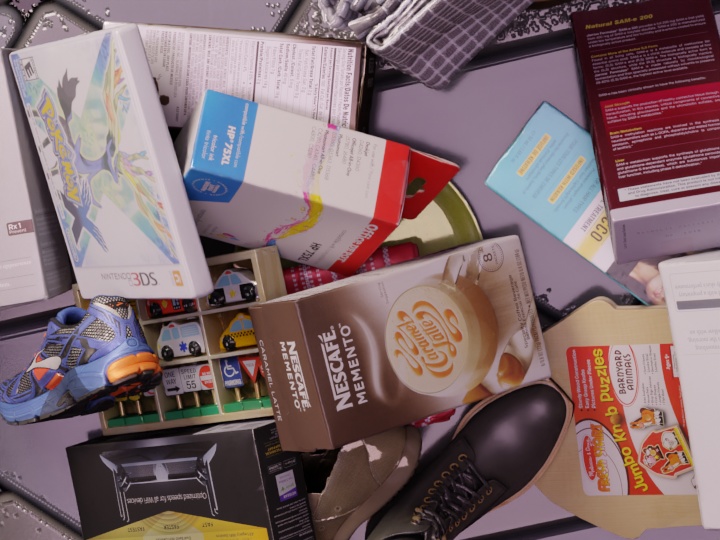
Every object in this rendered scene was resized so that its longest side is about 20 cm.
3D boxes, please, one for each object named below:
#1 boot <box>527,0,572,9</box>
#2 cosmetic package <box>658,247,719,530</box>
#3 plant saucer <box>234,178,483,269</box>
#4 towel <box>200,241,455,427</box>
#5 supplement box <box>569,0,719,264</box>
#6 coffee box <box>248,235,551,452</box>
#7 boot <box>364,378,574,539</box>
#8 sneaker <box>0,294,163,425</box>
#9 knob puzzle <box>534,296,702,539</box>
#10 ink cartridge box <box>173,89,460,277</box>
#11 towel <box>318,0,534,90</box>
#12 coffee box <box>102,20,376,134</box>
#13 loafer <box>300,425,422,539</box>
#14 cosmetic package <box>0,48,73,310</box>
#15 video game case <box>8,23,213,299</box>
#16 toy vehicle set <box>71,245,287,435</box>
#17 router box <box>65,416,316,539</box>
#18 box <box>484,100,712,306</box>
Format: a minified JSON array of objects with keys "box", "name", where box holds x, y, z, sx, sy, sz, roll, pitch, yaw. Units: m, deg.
[{"box":[0.104,-0.278,1.661,0.199,0.074,0.155,-3,90,2],"name":"boot"},{"box":[0.340,0.072,1.591,0.123,0.199,0.201,-4,97,48],"name":"cosmetic package"},{"box":[0.000,0.000,1.707,0.199,0.031,0.201,0,94,3],"name":"plant saucer"},{"box":[-0.034,0.067,1.689,0.199,0.022,0.145,-13,93,5],"name":"towel"},{"box":[0.224,-0.109,1.614,0.109,0.061,0.200,-9,56,5],"name":"supplement box"},{"box":[0.031,0.054,1.607,0.200,0.080,0.115,-17,95,-29],"name":"coffee box"},{"box":[0.078,0.170,1.647,0.077,0.138,0.200,43,104,1],"name":"boot"},{"box":[-0.218,0.070,1.673,0.200,0.075,0.079,-23,76,48],"name":"sneaker"},{"box":[0.200,0.112,1.689,0.219,0.030,0.220,6,111,17],"name":"knob puzzle"},{"box":[-0.039,-0.057,1.605,0.199,0.116,0.067,15,67,-13],"name":"ink cartridge box"},{"box":[0.078,-0.220,1.550,0.200,0.166,0.086,-41,81,11],"name":"towel"},{"box":[-0.092,-0.144,1.663,0.199,0.113,0.080,5,95,3],"name":"coffee box"},{"box":[-0.033,0.180,1.683,0.067,0.076,0.200,35,111,-14],"name":"loafer"},{"box":[-0.299,-0.070,1.698,0.107,0.090,0.201,-11,96,9],"name":"cosmetic package"},{"box":[-0.187,-0.075,1.604,0.022,0.182,0.201,-21,101,-32],"name":"video game case"},{"box":[-0.133,0.056,1.671,0.200,0.026,0.125,-10,93,39],"name":"toy vehicle set"},{"box":[-0.127,0.200,1.674,0.200,0.052,0.158,-8,94,37],"name":"router box"},{"box":[0.198,-0.040,1.680,0.200,0.049,0.082,36,96,1],"name":"box"}]
